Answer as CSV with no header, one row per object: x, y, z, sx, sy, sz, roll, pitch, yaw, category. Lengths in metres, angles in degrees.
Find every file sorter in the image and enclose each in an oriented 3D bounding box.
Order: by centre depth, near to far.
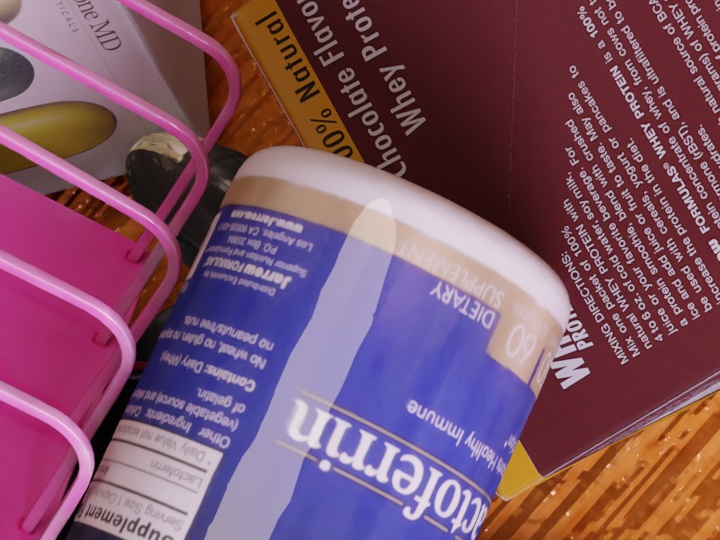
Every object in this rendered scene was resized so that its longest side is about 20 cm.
-0.134,-0.003,0.797,0.138,0.126,0.201,27,42,-10,file sorter

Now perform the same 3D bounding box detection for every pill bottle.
-0.024,0.074,0.742,0.115,0.116,0.201,21,79,19,pill bottle

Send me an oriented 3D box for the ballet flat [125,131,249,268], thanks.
0.000,0.000,0.933,0.199,0.067,0.057,28,56,5,ballet flat

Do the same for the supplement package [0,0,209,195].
-0.179,-0.121,0.953,0.199,0.152,0.152,-14,56,10,supplement package

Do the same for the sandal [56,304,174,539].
-0.104,0.073,0.927,0.200,0.045,0.075,-35,68,-17,sandal

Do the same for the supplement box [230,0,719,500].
0.101,-0.064,0.825,0.200,0.132,0.198,-36,79,37,supplement box
